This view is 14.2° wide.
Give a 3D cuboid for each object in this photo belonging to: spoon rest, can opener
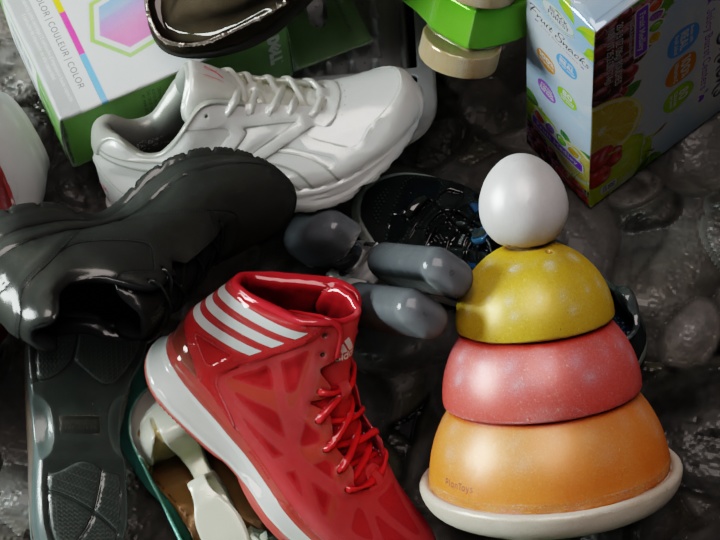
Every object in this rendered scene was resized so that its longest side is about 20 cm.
[{"bbox_3d":[-0.195,-0.031,1.701,0.060,0.099,0.200,-34,77,-15],"label":"spoon rest"},{"bbox_3d":[0.000,0.000,1.620,0.067,0.200,0.053,35,82,-14],"label":"can opener"}]

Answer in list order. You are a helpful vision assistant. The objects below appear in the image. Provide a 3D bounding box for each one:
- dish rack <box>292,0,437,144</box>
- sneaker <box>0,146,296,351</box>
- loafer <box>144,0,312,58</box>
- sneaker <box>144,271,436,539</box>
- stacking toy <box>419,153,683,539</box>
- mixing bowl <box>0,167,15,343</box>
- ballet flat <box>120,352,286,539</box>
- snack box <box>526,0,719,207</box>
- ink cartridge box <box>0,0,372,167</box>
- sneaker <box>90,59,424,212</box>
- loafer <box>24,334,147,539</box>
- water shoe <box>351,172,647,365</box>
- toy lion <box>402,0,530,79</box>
[{"bbox_3d":[-0.041,-0.149,1.775,0.170,0.044,0.201,-4,63,2],"label":"dish rack"},{"bbox_3d":[-0.116,-0.003,1.584,0.199,0.076,0.091,-21,46,-25],"label":"sneaker"},{"bbox_3d":[-0.049,-0.183,1.621,0.199,0.071,0.073,-28,76,26],"label":"loafer"},{"bbox_3d":[-0.016,0.083,1.583,0.200,0.116,0.078,39,35,-8],"label":"sneaker"},{"bbox_3d":[0.098,0.036,1.572,0.145,0.146,0.201,-5,105,0],"label":"stacking toy"},{"bbox_3d":[-0.256,-0.015,1.646,0.108,0.200,0.201,-16,62,-22],"label":"mixing bowl"},{"bbox_3d":[-0.087,0.115,1.627,0.067,0.070,0.201,-27,64,-8],"label":"ballet flat"},{"bbox_3d":[0.178,-0.151,1.677,0.168,0.200,0.068,-36,67,-15],"label":"snack box"},{"bbox_3d":[-0.103,-0.152,1.723,0.199,0.059,0.104,-23,63,-8],"label":"ink cartridge box"},{"bbox_3d":[-0.062,-0.082,1.655,0.199,0.100,0.078,-21,35,0],"label":"sneaker"},{"bbox_3d":[-0.165,0.074,1.635,0.071,0.063,0.201,10,73,-23],"label":"loafer"},{"bbox_3d":[0.083,-0.010,1.678,0.199,0.079,0.072,31,68,17],"label":"water shoe"},{"bbox_3d":[0.048,-0.206,1.722,0.200,0.069,0.191,32,38,26],"label":"toy lion"}]
